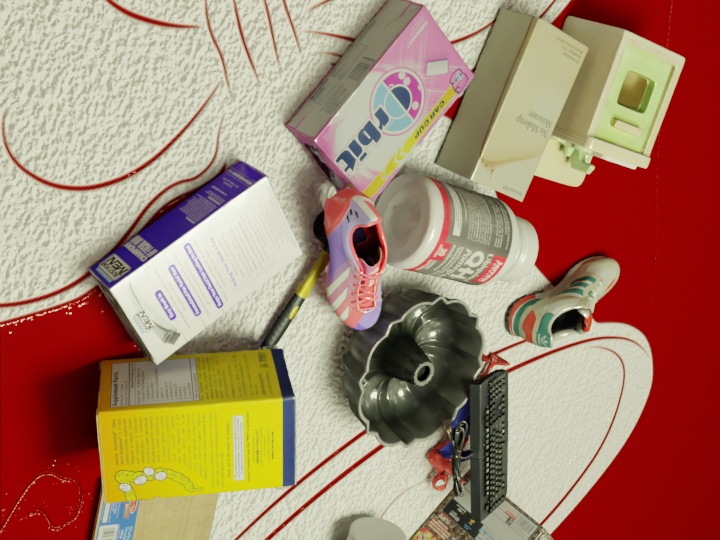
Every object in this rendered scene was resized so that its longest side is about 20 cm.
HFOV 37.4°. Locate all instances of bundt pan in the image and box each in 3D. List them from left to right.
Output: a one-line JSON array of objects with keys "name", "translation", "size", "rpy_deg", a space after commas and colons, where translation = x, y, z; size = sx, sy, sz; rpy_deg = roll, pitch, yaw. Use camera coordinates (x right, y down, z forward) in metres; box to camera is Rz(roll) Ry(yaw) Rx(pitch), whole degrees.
[{"name": "bundt pan", "translation": [0.056, 0.113, 1.319], "size": [0.200, 0.075, 0.205], "rpy_deg": [-18, 122, -32]}]

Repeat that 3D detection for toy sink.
[{"name": "toy sink", "translation": [0.303, -0.197, 1.339], "size": [0.129, 0.112, 0.202], "rpy_deg": [11, 104, -39]}]

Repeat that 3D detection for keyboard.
[{"name": "keyboard", "translation": [0.157, 0.235, 1.380], "size": [0.126, 0.020, 0.203], "rpy_deg": [-22, 117, -42]}]

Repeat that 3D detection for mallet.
[{"name": "mallet", "translation": [-0.058, 0.026, 1.227], "size": [0.065, 0.041, 0.202], "rpy_deg": [20, 103, -43]}]

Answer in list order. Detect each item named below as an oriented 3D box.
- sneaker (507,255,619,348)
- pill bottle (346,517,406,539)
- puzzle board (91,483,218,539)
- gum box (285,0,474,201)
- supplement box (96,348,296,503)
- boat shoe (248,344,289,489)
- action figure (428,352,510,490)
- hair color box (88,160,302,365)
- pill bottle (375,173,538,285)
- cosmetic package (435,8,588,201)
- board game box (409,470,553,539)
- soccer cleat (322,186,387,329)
[{"name": "sneaker", "translation": [0.301, 0.051, 1.464], "size": [0.198, 0.093, 0.071], "rpy_deg": [-27, 124, -24]}, {"name": "pill bottle", "translation": [0.004, 0.435, 1.408], "size": [0.108, 0.109, 0.203], "rpy_deg": [-1, 111, -36]}, {"name": "puzzle board", "translation": [-0.246, 0.325, 1.234], "size": [0.149, 0.017, 0.203], "rpy_deg": [2, 108, -36]}, {"name": "gum box", "translation": [0.020, -0.182, 1.164], "size": [0.201, 0.066, 0.113], "rpy_deg": [-51, 129, -6]}, {"name": "supplement box", "translation": [-0.171, 0.159, 1.109], "size": [0.197, 0.109, 0.111], "rpy_deg": [-3, 114, -10]}, {"name": "boat shoe", "translation": [-0.117, 0.174, 1.232], "size": [0.063, 0.071, 0.202], "rpy_deg": [-10, 122, -9]}, {"name": "action figure", "translation": [0.154, 0.219, 1.434], "size": [0.065, 0.099, 0.202], "rpy_deg": [15, 104, -39]}, {"name": "hair color box", "translation": [-0.168, -0.010, 1.107], "size": [0.199, 0.065, 0.110], "rpy_deg": [-39, 129, -19]}, {"name": "pill bottle", "translation": [0.120, -0.042, 1.274], "size": [0.198, 0.110, 0.112], "rpy_deg": [12, 103, -39]}, {"name": "cosmetic package", "translation": [0.182, -0.197, 1.276], "size": [0.103, 0.073, 0.202], "rpy_deg": [15, 100, -40]}, {"name": "board game box", "translation": [0.158, 0.413, 1.480], "size": [0.200, 0.159, 0.097], "rpy_deg": [-46, 130, -9]}, {"name": "soccer cleat", "translation": [0.000, 0.000, 1.174], "size": [0.066, 0.076, 0.202], "rpy_deg": [-26, 134, -22]}]
